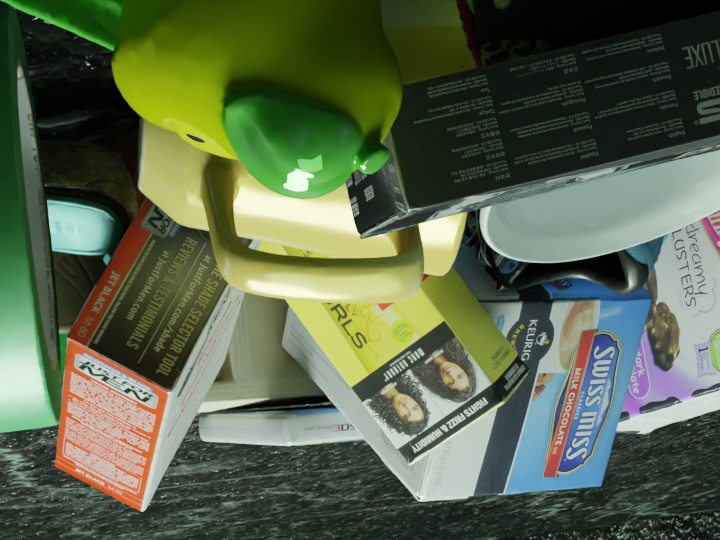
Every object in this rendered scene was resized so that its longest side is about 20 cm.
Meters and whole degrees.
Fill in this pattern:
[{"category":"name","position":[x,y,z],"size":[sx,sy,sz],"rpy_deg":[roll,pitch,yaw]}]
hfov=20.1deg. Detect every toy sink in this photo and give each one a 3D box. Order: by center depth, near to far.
[{"category":"toy sink","position":[-0.081,0.035,1.359],"size":[0.199,0.113,0.130],"rpy_deg":[-2,173,-32]}]

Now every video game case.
[{"category":"video game case","position":[0.004,0.099,1.369],"size":[0.181,0.022,0.200],"rpy_deg":[-3,178,-21]}]

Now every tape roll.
[{"category":"tape roll","position":[-0.176,-0.024,0.962],"size":[0.048,0.202,0.201],"rpy_deg":[-7,164,-5]}]

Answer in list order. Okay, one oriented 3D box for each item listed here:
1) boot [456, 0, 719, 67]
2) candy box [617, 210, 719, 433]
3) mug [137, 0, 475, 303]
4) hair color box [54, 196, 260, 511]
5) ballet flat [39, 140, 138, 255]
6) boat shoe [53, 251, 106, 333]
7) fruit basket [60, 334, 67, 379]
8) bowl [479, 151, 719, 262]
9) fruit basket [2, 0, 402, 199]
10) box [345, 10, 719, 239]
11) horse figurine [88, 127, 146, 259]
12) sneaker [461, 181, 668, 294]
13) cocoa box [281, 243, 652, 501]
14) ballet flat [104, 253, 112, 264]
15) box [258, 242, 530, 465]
[{"category":"boot","position":[0.113,-0.134,0.788],"size":[0.153,0.074,0.204],"rpy_deg":[-15,167,-1]},{"category":"candy box","position":[0.223,-0.001,1.298],"size":[0.071,0.169,0.200],"rpy_deg":[5,159,-44]},{"category":"mug","position":[-0.028,-0.073,0.964],"size":[0.152,0.150,0.187],"rpy_deg":[3,-171,-7]},{"category":"hair color box","position":[-0.111,0.042,1.091],"size":[0.064,0.111,0.200],"rpy_deg":[27,154,1]},{"category":"ballet flat","position":[-0.218,-0.050,1.093],"size":[0.199,0.071,0.071],"rpy_deg":[7,162,-8]},{"category":"boat shoe","position":[-0.235,-0.015,1.166],"size":[0.200,0.072,0.066],"rpy_deg":[14,-177,3]},{"category":"fruit basket","position":[-0.234,0.076,1.494],"size":[0.184,0.094,0.200],"rpy_deg":[2,165,-32]},{"category":"bowl","position":[0.138,-0.092,1.015],"size":[0.200,0.091,0.201],"rpy_deg":[-18,158,-7]},{"category":"fruit basket","position":[-0.065,-0.108,0.722],"size":[0.155,0.217,0.215],"rpy_deg":[-16,162,27]},{"category":"box","position":[0.097,-0.063,0.821],"size":[0.199,0.050,0.158],"rpy_deg":[-14,179,-8]},{"category":"horse figurine","position":[-0.085,-0.045,1.161],"size":[0.199,0.050,0.133],"rpy_deg":[6,128,-11]},{"category":"sneaker","position":[0.075,-0.037,1.111],"size":[0.199,0.090,0.079],"rpy_deg":[11,140,0]},{"category":"cocoa box","position":[0.059,0.031,1.230],"size":[0.131,0.134,0.200],"rpy_deg":[0,-155,-29]},{"category":"ballet flat","position":[-0.136,-0.014,1.287],"size":[0.069,0.070,0.200],"rpy_deg":[2,161,-32]},{"category":"box","position":[0.000,0.000,1.088],"size":[0.075,0.200,0.050],"rpy_deg":[-35,-179,27]}]
